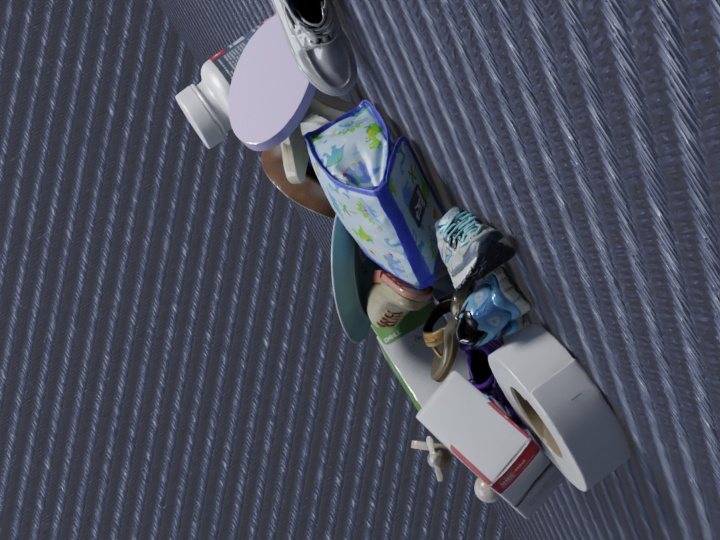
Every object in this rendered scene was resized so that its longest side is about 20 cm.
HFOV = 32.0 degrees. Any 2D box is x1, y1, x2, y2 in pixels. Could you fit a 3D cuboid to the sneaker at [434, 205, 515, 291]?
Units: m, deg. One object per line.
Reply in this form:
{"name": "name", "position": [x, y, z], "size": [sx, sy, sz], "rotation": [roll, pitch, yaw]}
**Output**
{"name": "sneaker", "position": [0.117, -0.029, 1.437], "size": [0.087, 0.077, 0.200], "rotation": [58, 175, 2]}

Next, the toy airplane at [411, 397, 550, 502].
{"name": "toy airplane", "position": [0.200, 0.285, 1.895], "size": [0.197, 0.143, 0.199], "rotation": [27, 150, -26]}

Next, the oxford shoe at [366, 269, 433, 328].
{"name": "oxford shoe", "position": [0.049, 0.045, 1.659], "size": [0.070, 0.075, 0.200], "rotation": [16, 180, -8]}

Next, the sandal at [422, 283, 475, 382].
{"name": "sandal", "position": [0.111, 0.073, 1.671], "size": [0.053, 0.081, 0.201], "rotation": [16, 146, 5]}

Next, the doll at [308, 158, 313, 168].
{"name": "doll", "position": [-0.047, -0.173, 1.922], "size": [0.198, 0.049, 0.137], "rotation": [32, -150, 6]}

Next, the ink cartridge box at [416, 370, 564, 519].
{"name": "ink cartridge box", "position": [0.175, 0.235, 1.666], "size": [0.146, 0.083, 0.200], "rotation": [41, 176, 32]}

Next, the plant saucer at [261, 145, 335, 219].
{"name": "plant saucer", "position": [-0.059, -0.155, 1.970], "size": [0.198, 0.037, 0.202], "rotation": [21, -148, -13]}

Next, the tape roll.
{"name": "tape roll", "position": [0.240, 0.165, 1.522], "size": [0.204, 0.070, 0.203], "rotation": [56, 175, 7]}

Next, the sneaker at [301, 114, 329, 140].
{"name": "sneaker", "position": [-0.028, -0.170, 1.845], "size": [0.148, 0.080, 0.200], "rotation": [62, 167, -21]}

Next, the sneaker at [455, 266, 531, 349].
{"name": "sneaker", "position": [0.149, 0.053, 1.551], "size": [0.079, 0.089, 0.200], "rotation": [54, 175, 13]}

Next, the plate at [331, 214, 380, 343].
{"name": "plate", "position": [0.000, 0.000, 1.763], "size": [0.200, 0.025, 0.204], "rotation": [-3, -90, -73]}

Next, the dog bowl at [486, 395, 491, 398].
{"name": "dog bowl", "position": [0.193, 0.142, 1.909], "size": [0.112, 0.049, 0.201], "rotation": [52, 173, 33]}

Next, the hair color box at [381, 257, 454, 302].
{"name": "hair color box", "position": [0.084, -0.005, 1.767], "size": [0.100, 0.060, 0.200], "rotation": [64, 168, 1]}

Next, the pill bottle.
{"name": "pill bottle", "position": [-0.162, -0.270, 1.807], "size": [0.120, 0.199, 0.120], "rotation": [54, 174, 8]}

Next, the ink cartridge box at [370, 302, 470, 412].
{"name": "ink cartridge box", "position": [0.092, 0.119, 1.853], "size": [0.201, 0.103, 0.060], "rotation": [56, 173, 36]}

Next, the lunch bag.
{"name": "lunch bag", "position": [0.028, -0.091, 1.589], "size": [0.171, 0.126, 0.201], "rotation": [59, -176, -37]}

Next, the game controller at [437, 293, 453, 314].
{"name": "game controller", "position": [0.127, 0.017, 1.863], "size": [0.200, 0.042, 0.106], "rotation": [-134, 25, -58]}

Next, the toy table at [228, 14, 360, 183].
{"name": "toy table", "position": [-0.091, -0.229, 1.683], "size": [0.181, 0.203, 0.117], "rotation": [10, 159, 33]}

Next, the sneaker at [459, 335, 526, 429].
{"name": "sneaker", "position": [0.183, 0.151, 1.737], "size": [0.080, 0.084, 0.201], "rotation": [-6, 127, 39]}

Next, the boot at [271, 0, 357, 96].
{"name": "boot", "position": [-0.058, -0.285, 1.457], "size": [0.202, 0.073, 0.096], "rotation": [59, 180, -22]}
